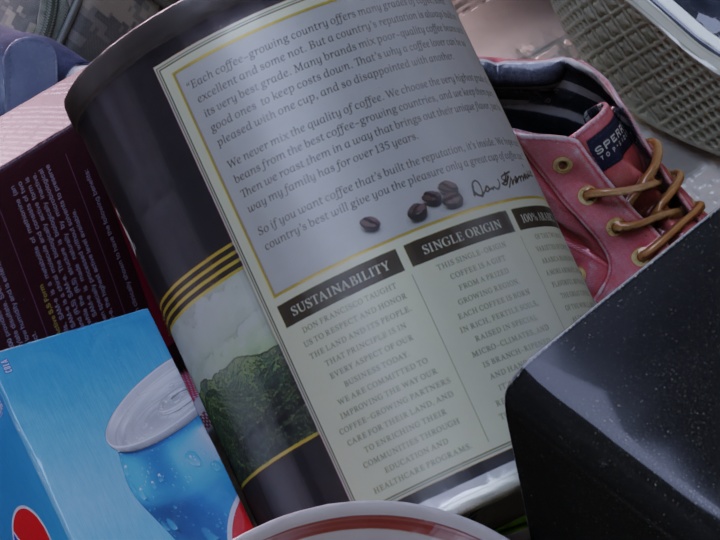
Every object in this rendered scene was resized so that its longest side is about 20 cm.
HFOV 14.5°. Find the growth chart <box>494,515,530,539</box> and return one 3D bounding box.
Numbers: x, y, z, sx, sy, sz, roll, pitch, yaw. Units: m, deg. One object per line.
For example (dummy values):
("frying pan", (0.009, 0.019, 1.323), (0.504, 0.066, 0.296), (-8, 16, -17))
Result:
("growth chart", (0.045, 0.046, 1.133), (0.144, 0.018, 0.200), (-22, 43, 1))

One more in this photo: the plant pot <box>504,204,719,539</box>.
("plant pot", (0.186, 0.083, 0.927), (0.199, 0.200, 0.177), (-37, 59, -15))

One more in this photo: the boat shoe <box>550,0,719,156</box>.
("boat shoe", (0.158, -0.090, 1.183), (0.062, 0.075, 0.200), (-40, 51, -25))

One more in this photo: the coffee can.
("coffee can", (0.000, 0.000, 1.011), (0.146, 0.146, 0.200), (-25, 80, -2))

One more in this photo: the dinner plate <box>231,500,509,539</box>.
("dinner plate", (-0.003, 0.174, 0.920), (0.200, 0.200, 0.024), (-38, 14, -16))

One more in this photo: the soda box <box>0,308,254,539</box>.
("soda box", (-0.070, 0.119, 0.988), (0.068, 0.064, 0.200), (-17, 70, -30))

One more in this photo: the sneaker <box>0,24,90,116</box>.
("sneaker", (-0.164, -0.004, 1.160), (0.146, 0.081, 0.200), (26, 77, 1))

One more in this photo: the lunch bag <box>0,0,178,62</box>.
("lunch bag", (-0.143, -0.131, 1.303), (0.200, 0.139, 0.168), (33, 87, 42))

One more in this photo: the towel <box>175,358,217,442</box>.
("towel", (-0.121, 0.042, 1.164), (0.199, 0.030, 0.146), (-2, 28, 26))

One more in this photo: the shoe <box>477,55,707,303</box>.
("shoe", (0.103, -0.018, 1.094), (0.200, 0.091, 0.071), (20, 44, 22))

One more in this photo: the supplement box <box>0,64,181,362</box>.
("supplement box", (-0.104, -0.014, 1.104), (0.061, 0.109, 0.200), (4, 29, 45))
